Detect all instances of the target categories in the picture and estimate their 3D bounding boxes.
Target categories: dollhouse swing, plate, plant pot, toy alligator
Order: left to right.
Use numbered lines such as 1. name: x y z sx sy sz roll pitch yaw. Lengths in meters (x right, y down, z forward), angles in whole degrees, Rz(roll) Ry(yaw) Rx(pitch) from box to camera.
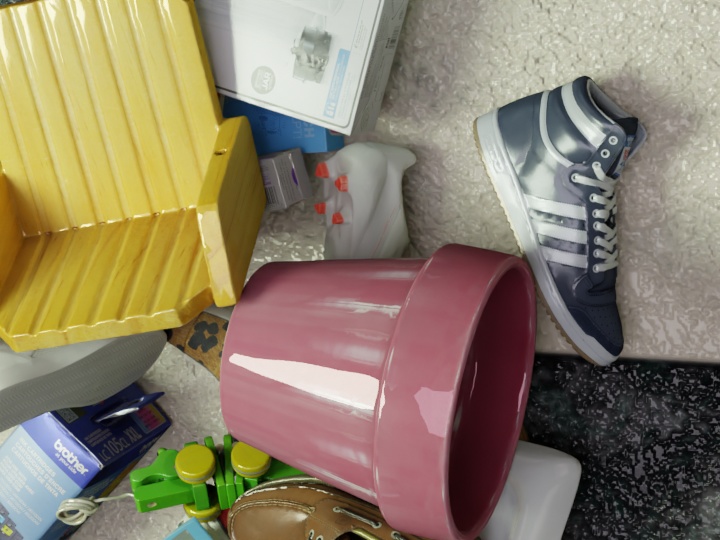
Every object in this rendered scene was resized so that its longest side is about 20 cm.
1. dollhouse swing: -0.188 -0.076 1.226 0.198 0.182 0.177 -8 124 13
2. toy alligator: -0.128 0.151 1.338 0.198 0.054 0.060 -6 136 -3
3. plant pot: 0.009 0.072 1.226 0.178 0.200 0.202 10 102 18
4. plate: 0.040 0.203 1.303 0.198 0.032 0.201 15 80 25

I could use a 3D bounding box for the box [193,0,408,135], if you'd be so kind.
1. box: -0.074 -0.180 1.288 0.199 0.060 0.117 20 105 15

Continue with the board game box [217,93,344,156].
1. board game box: -0.095 -0.186 1.348 0.152 0.040 0.202 -2 98 19

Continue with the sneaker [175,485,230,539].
1. sneaker: -0.058 0.247 1.393 0.077 0.085 0.201 -12 116 51

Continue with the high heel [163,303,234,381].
1. high heel: -0.122 0.068 1.396 0.142 0.071 0.201 -18 97 33

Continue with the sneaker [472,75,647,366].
1. sneaker: 0.166 -0.039 1.268 0.108 0.070 0.201 -26 87 23

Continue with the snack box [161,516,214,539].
1. snack box: -0.123 0.277 1.375 0.116 0.037 0.200 48 148 12

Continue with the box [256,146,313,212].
1. box: -0.128 -0.056 1.356 0.199 0.039 0.042 -9 100 35

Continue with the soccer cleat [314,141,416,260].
1. soccer cleat: 0.000 0.000 1.337 0.069 0.077 0.201 40 130 47

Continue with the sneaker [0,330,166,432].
1. sneaker: -0.241 0.046 1.313 0.115 0.199 0.074 42 121 23

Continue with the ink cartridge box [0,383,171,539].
1. ink cartridge box: -0.236 0.156 1.403 0.076 0.136 0.200 43 110 6

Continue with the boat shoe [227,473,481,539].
1. boat shoe: -0.013 0.193 1.260 0.199 0.068 0.073 5 106 24

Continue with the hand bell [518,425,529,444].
1. hand bell: 0.124 0.190 1.327 0.103 0.104 0.202 -15 81 21
